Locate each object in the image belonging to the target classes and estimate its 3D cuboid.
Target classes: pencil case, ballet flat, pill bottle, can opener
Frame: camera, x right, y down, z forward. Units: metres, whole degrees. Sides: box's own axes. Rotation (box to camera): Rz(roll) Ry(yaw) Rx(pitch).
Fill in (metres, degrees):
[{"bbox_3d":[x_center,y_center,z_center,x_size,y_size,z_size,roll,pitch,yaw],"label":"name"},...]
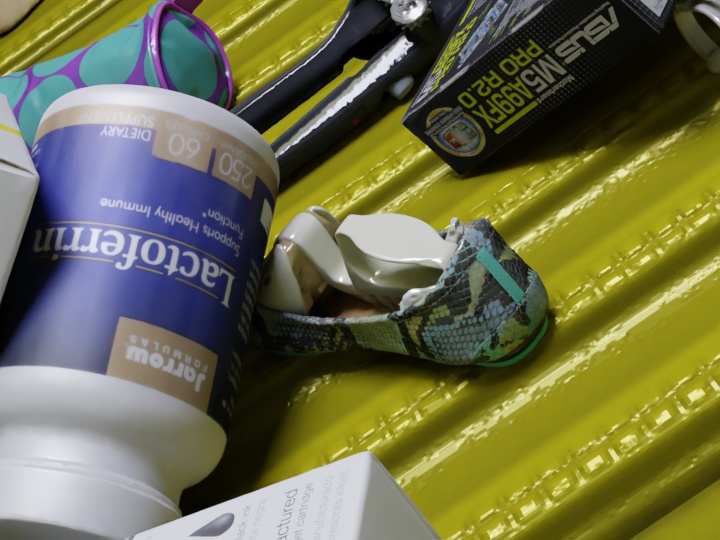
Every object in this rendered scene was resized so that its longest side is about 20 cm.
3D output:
[{"bbox_3d":[-0.175,-0.099,1.176,0.199,0.085,0.093,-16,64,31],"label":"pencil case"},{"bbox_3d":[0.000,0.000,0.869,0.199,0.074,0.074,-1,45,47],"label":"ballet flat"},{"bbox_3d":[-0.107,0.030,0.851,0.115,0.115,0.202,-9,61,39],"label":"pill bottle"},{"bbox_3d":[-0.014,-0.099,1.048,0.200,0.079,0.063,-43,69,-4],"label":"can opener"}]

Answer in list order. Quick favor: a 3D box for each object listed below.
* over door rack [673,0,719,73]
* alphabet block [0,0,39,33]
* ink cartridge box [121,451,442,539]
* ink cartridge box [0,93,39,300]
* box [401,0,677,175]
[{"bbox_3d":[0.218,-0.145,0.798,0.147,0.067,0.200,-40,0,-5],"label":"over door rack"},{"bbox_3d":[-0.321,-0.326,1.535,0.197,0.200,0.195,-48,31,-20],"label":"alphabet block"},{"bbox_3d":[-0.068,0.169,0.688,0.199,0.084,0.146,-22,33,24],"label":"ink cartridge box"},{"bbox_3d":[-0.211,-0.008,0.872,0.200,0.083,0.146,-134,62,-70],"label":"ink cartridge box"},{"bbox_3d":[0.113,-0.157,0.939,0.160,0.044,0.201,-36,20,51],"label":"box"}]
